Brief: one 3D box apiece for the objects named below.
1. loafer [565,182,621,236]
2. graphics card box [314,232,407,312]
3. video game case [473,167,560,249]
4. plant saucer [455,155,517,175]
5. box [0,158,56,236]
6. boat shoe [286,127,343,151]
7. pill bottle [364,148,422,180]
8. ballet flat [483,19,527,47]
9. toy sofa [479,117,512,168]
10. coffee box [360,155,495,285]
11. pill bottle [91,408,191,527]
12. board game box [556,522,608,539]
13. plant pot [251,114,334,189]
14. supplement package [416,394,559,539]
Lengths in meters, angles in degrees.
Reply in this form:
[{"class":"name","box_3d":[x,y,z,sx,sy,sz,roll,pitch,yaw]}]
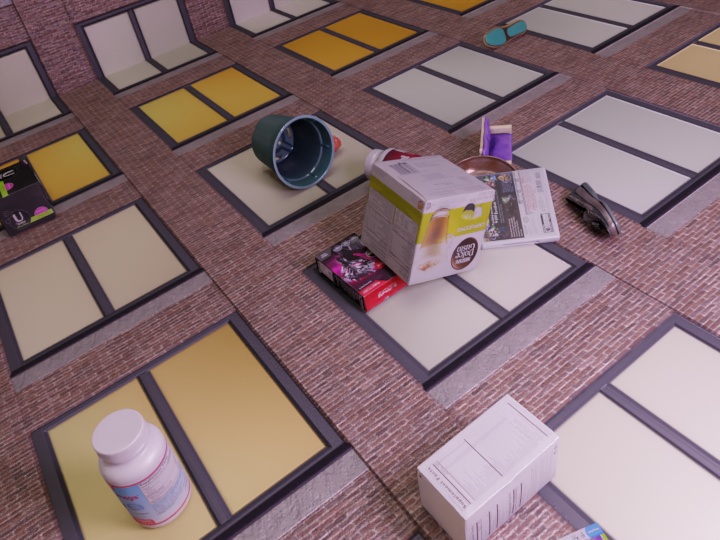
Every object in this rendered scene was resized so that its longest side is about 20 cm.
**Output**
[{"class":"loafer","box_3d":[0.535,-0.131,1.422,0.062,0.072,0.201,-26,32,13]},{"class":"graphics card box","box_3d":[0.000,0.000,1.404,0.124,0.052,0.199,-31,43,-22]},{"class":"video game case","box_3d":[0.363,-0.149,1.460,0.178,0.023,0.204,-6,61,7]},{"class":"plant saucer","box_3d":[0.302,-0.196,1.530,0.196,0.037,0.204,-4,60,7]},{"class":"box","box_3d":[-1.029,-0.221,1.853,0.147,0.126,0.200,-30,42,-20]},{"class":"boat shoe","box_3d":[-0.145,-0.402,1.884,0.197,0.072,0.063,20,43,29]},{"class":"pill bottle","box_3d":[0.110,-0.256,1.620,0.198,0.114,0.113,22,51,35]},{"class":"ballet flat","box_3d":[0.523,-0.863,2.264,0.197,0.070,0.063,-24,14,-18]},{"class":"toy sofa","box_3d":[0.365,-0.328,1.651,0.081,0.099,0.202,0,41,14]},{"class":"coffee box","box_3d":[0.142,-0.116,1.352,0.197,0.201,0.200,-12,36,-32]},{"class":"pill bottle","box_3d":[-0.358,0.322,1.008,0.106,0.203,0.110,-7,39,6]},{"class":"board game box","box_3d":[0.271,0.448,0.831,0.196,0.045,0.135,-19,41,-8]},{"class":"plant pot","box_3d":[-0.208,-0.356,1.767,0.199,0.203,0.195,-32,36,-23]},{"class":"supplement package","box_3d":[0.197,0.312,0.953,0.198,0.111,0.113,-31,44,-21]}]
